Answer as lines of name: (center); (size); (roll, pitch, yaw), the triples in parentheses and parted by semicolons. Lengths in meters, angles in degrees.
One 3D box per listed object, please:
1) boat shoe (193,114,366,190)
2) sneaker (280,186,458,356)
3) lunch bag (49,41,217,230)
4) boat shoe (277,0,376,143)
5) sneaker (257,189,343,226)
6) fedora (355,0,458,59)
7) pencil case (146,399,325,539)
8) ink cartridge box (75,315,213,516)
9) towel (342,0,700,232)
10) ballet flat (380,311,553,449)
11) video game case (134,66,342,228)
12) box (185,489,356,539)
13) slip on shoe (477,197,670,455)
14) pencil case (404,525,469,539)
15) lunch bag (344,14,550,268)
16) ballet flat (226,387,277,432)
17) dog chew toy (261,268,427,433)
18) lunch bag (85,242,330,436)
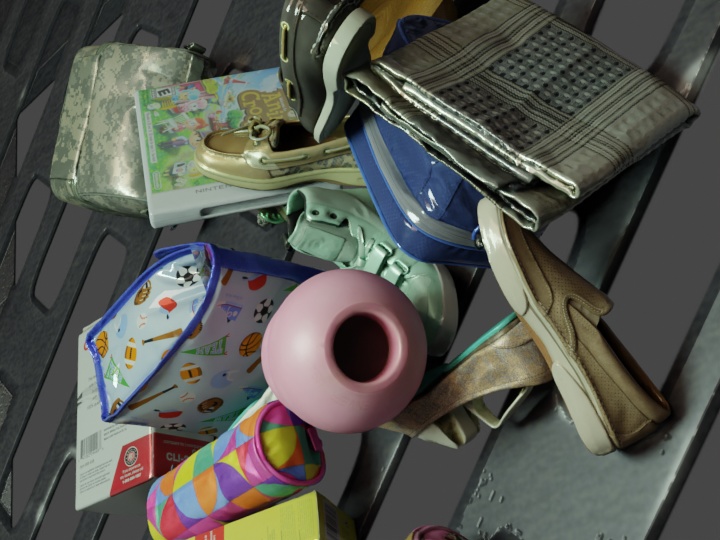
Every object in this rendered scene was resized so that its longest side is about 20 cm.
boat shoe: (-0.055, -0.118, 1.038); (0.074, 0.198, 0.063); (-90, -2, -49)
sneaker: (0.000, 0.000, 0.968); (0.201, 0.118, 0.074); (59, 135, 44)
lunch bag: (-0.244, -0.153, 1.280); (0.167, 0.139, 0.201); (4, 80, 48)
boat shoe: (-0.031, -0.159, 0.878); (0.072, 0.060, 0.201); (-57, -3, -14)
sneaker: (-0.079, -0.077, 1.147); (0.200, 0.076, 0.089); (48, 144, 41)
fedora: (0.029, -0.213, 1.034); (0.200, 0.082, 0.202); (-30, 40, 29)
pencil case: (-0.112, 0.186, 1.011); (0.200, 0.088, 0.089); (-36, 52, 41)
ink cartridge box: (-0.229, 0.143, 1.201); (0.144, 0.083, 0.201); (-27, 58, 40)
towel: (0.117, -0.127, 0.814); (0.192, 0.200, 0.035); (40, 143, 23)
ballet flat: (0.079, 0.101, 0.893); (0.067, 0.068, 0.200); (54, 139, 3)
video game case: (-0.125, -0.128, 1.116); (0.201, 0.181, 0.022); (-108, 10, -45)
box: (-0.105, 0.256, 0.986); (0.199, 0.075, 0.050); (-24, 48, 19)
slip on shoe: (0.149, 0.030, 0.797); (0.060, 0.076, 0.201); (-27, 86, 22)
pencil case: (0.020, 0.289, 0.879); (0.200, 0.083, 0.087); (-51, 55, 22)
lunch bag: (0.080, -0.089, 0.905); (0.133, 0.135, 0.201); (-60, 37, 38)
ballet flat: (-0.064, 0.130, 1.049); (0.200, 0.069, 0.070); (-53, 45, 19)
dog chew toy: (-0.025, 0.066, 0.914); (0.200, 0.124, 0.125); (161, 120, -71)
lunch bag: (-0.132, 0.054, 1.065); (0.200, 0.169, 0.124); (-44, 53, 30)
